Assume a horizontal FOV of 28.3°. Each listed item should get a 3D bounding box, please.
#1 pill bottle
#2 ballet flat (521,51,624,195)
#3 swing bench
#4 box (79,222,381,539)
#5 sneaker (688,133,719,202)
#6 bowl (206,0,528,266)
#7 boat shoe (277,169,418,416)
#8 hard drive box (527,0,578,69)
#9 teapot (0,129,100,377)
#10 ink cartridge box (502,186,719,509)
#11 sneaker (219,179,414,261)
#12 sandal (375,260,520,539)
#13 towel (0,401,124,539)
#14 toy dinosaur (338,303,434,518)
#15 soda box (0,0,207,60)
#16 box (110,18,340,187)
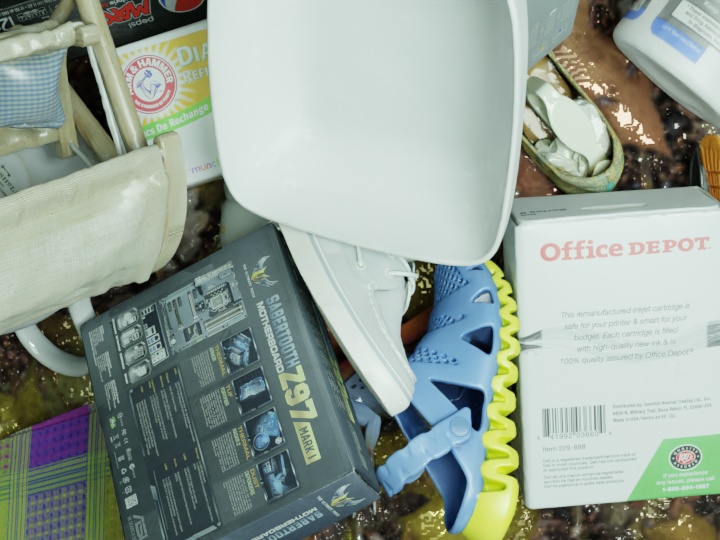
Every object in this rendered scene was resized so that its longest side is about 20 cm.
[{"bbox_3d":[0.273,-0.203,0.958,0.113,0.114,0.201,38,96,1],"label":"pill bottle"},{"bbox_3d":[0.114,-0.134,0.999,0.071,0.071,0.200,-40,90,6],"label":"ballet flat"},{"bbox_3d":[-0.229,-0.066,0.871,0.198,0.130,0.202,-25,84,-36],"label":"swing bench"},{"bbox_3d":[-0.089,0.088,0.924,0.156,0.051,0.201,-28,55,9],"label":"box"},{"bbox_3d":[0.287,0.004,0.996,0.091,0.076,0.203,-5,99,-7],"label":"sneaker"},{"bbox_3d":[0.010,-0.117,0.853,0.197,0.075,0.202,14,127,19],"label":"bowl"},{"bbox_3d":[0.000,0.000,0.919,0.068,0.072,0.201,-28,50,1],"label":"boat shoe"},{"bbox_3d":[0.066,-0.227,0.889,0.077,0.200,0.156,-39,75,-12],"label":"hard drive box"},{"bbox_3d":[-0.274,-0.034,0.999,0.195,0.146,0.203,5,68,-28],"label":"teapot"},{"bbox_3d":[0.175,0.050,0.977,0.144,0.084,0.203,-4,105,-1],"label":"ink cartridge box"},{"bbox_3d":[-0.003,-0.022,1.014,0.197,0.076,0.082,5,94,13],"label":"sneaker"},{"bbox_3d":[0.055,0.075,0.922,0.086,0.080,0.202,9,59,-11],"label":"sandal"},{"bbox_3d":[-0.190,0.165,1.002,0.198,0.023,0.145,-19,62,29],"label":"towel"},{"bbox_3d":[-0.010,0.089,0.996,0.179,0.105,0.202,6,61,-18],"label":"toy dinosaur"},{"bbox_3d":[-0.161,-0.208,1.002,0.197,0.064,0.071,-14,54,5],"label":"soda box"},{"bbox_3d":[-0.069,-0.126,0.990,0.198,0.112,0.103,-16,94,6],"label":"box"}]
